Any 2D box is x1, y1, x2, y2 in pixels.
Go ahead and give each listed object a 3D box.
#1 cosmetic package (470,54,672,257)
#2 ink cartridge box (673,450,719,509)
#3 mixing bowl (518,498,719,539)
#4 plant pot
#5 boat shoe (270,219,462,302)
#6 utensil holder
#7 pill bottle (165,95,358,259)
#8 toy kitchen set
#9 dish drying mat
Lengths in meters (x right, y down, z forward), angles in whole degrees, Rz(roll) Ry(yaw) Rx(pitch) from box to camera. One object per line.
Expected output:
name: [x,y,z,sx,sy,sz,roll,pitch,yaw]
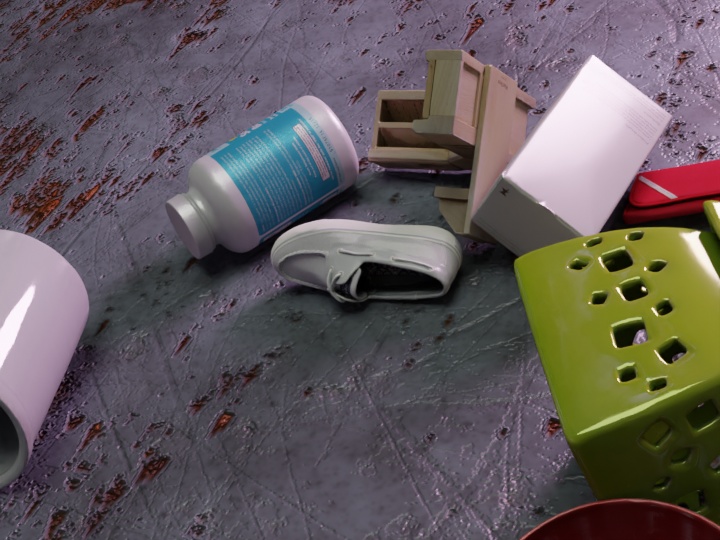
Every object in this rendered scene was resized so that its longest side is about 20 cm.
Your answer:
cosmetic package: [0.205,-0.100,1.291,0.107,0.085,0.200,38,57,2]
ink cartridge box: [0.343,0.155,1.003,0.199,0.050,0.162,-36,37,10]
mixing bowl: [0.175,0.263,0.865,0.197,0.109,0.202,-10,49,12]
plant pot: [0.240,0.081,0.973,0.180,0.200,0.201,-23,38,12]
boat shoe: [0.000,0.000,1.315,0.197,0.073,0.069,5,43,15]
utensil holder: [-0.363,0.083,1.288,0.168,0.171,0.201,-6,37,17]
pill bottle: [-0.108,-0.094,1.432,0.199,0.112,0.111,-33,39,-18]
toy kitchen set: [0.059,-0.117,1.359,0.178,0.199,0.166,5,85,28]
dish drying mat: [0.346,-0.085,1.262,0.198,0.018,0.077,-10,32,35]
